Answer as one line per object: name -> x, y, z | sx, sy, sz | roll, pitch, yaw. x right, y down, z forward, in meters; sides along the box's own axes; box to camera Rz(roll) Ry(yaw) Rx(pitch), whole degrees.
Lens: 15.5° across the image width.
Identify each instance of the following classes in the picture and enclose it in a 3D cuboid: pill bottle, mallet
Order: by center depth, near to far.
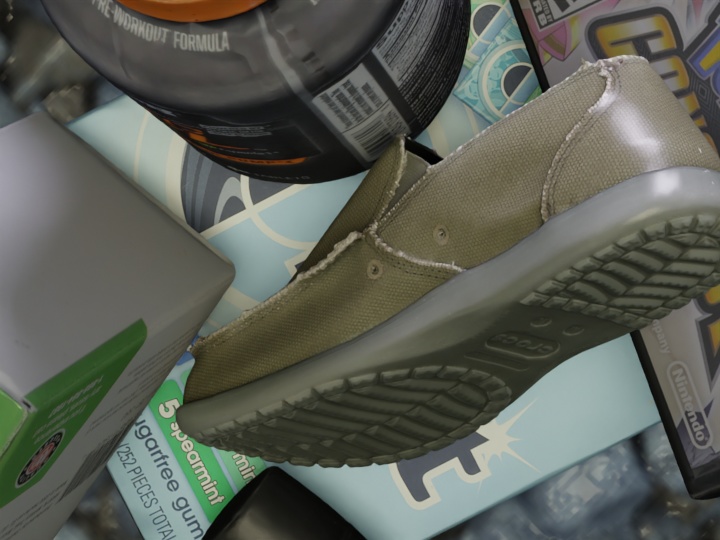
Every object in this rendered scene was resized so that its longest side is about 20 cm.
pill bottle -> -0.030, -0.088, 0.714 | 0.106, 0.200, 0.107 | -1, 84, 8
mallet -> -0.058, 0.158, 0.796 | 0.066, 0.041, 0.200 | 34, 79, -6

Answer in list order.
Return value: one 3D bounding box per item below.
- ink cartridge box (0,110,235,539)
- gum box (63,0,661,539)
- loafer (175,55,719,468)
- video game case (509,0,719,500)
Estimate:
ink cartridge box -> -0.141, 0.067, 0.774 | 0.084, 0.146, 0.200 | 39, 113, 6
gum box -> 0.000, 0.000, 0.843 | 0.199, 0.045, 0.171 | -27, 95, 5
loafer -> 0.025, 0.000, 0.766 | 0.199, 0.075, 0.070 | -27, 59, 32
video game case -> 0.142, -0.060, 0.746 | 0.180, 0.025, 0.201 | -24, 77, 21
